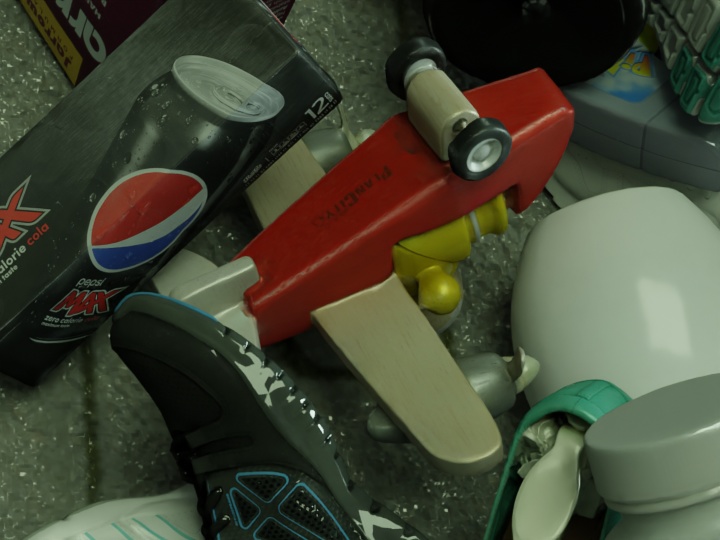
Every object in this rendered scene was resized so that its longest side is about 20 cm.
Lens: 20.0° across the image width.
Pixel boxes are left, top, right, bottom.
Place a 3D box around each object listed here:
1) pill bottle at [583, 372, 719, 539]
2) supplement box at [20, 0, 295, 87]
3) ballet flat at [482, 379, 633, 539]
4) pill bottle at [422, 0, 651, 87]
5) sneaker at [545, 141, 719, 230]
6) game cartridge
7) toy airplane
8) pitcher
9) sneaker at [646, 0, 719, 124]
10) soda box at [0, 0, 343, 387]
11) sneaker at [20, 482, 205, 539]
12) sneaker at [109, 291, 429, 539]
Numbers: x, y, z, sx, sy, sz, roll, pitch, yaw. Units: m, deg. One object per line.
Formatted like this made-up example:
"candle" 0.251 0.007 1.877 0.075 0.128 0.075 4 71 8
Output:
"pill bottle" 0.162 0.149 0.845 0.110 0.110 0.202 -24 99 -27
"supplement box" -0.095 -0.178 0.974 0.103 0.200 0.131 -28 75 -28
"ballet flat" 0.071 0.143 0.897 0.067 0.070 0.202 17 92 27
"pill bottle" 0.088 -0.199 1.038 0.111 0.112 0.201 13 51 -12
"sneaker" 0.172 -0.045 1.066 0.199 0.081 0.077 35 62 7
"game cartridge" 0.137 -0.119 1.073 0.199 0.041 0.133 32 57 29
"toy airplane" 0.000 0.000 0.968 0.197 0.141 0.202 1 65 28
"pitcher" 0.160 0.068 0.996 0.171 0.121 0.202 3 67 -45
"sneaker" 0.191 -0.144 1.035 0.090 0.078 0.201 4 46 -17
"soda box" -0.107 -0.042 0.918 0.200 0.063 0.071 -43 66 4
"sneaker" -0.090 0.139 0.893 0.199 0.070 0.081 -19 74 -26
"sneaker" -0.043 0.096 0.857 0.082 0.073 0.200 -42 90 -13
